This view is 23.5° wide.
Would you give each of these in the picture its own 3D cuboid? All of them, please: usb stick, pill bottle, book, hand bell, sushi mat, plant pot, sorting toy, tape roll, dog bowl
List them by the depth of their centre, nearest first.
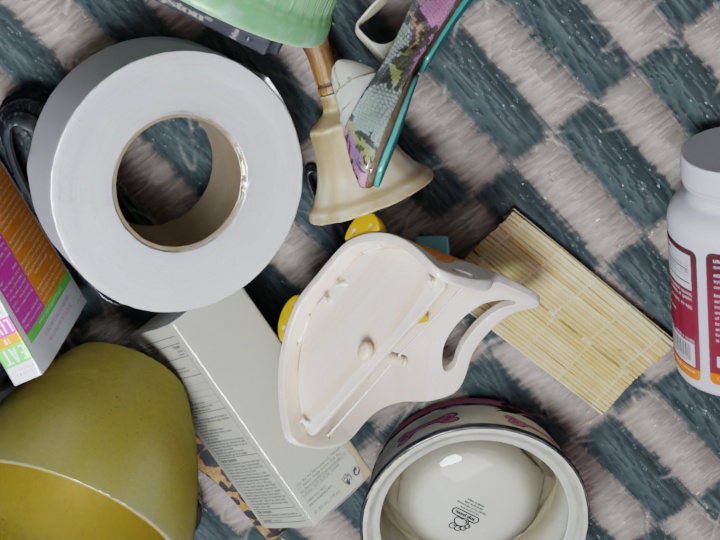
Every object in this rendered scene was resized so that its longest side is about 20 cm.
[{"bbox_3d":[-0.144,-0.216,1.274,0.199,0.033,0.055,26,155,-6],"label":"usb stick"},{"bbox_3d":[-0.146,-0.074,1.312,0.201,0.071,0.204,-7,108,-23],"label":"tape roll"},{"bbox_3d":[-0.286,-0.027,1.321,0.048,0.134,0.201,-23,109,10],"label":"book"},{"bbox_3d":[-0.026,-0.146,1.321,0.104,0.104,0.201,-19,104,8],"label":"hand bell"},{"bbox_3d":[-0.206,0.143,1.356,0.199,0.142,0.200,14,147,10],"label":"plant pot"},{"bbox_3d":[0.048,0.046,1.370,0.179,0.107,0.200,12,130,-41],"label":"sorting toy"},{"bbox_3d":[0.303,-0.008,1.387,0.112,0.113,0.201,-8,120,2],"label":"pill bottle"},{"bbox_3d":[0.167,0.037,1.462,0.200,0.012,0.096,37,113,-20],"label":"sushi mat"},{"bbox_3d":[0.097,0.199,1.516,0.199,0.074,0.201,-1,120,-2],"label":"dog bowl"}]

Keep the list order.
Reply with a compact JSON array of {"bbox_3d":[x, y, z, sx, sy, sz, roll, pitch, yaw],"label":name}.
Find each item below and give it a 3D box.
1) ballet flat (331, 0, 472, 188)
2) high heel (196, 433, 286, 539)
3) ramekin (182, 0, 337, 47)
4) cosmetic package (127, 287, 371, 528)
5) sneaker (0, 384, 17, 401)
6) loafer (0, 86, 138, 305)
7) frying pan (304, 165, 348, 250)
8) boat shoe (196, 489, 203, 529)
[{"bbox_3d":[0.022,-0.155,1.278,0.071,0.069,0.201,27,72,0],"label":"ballet flat"},{"bbox_3d":[-0.148,0.180,1.492,0.199,0.071,0.143,-3,113,-11],"label":"high heel"},{"bbox_3d":[-0.090,-0.247,1.193,0.199,0.200,0.098,25,109,-16],"label":"ramekin"},{"bbox_3d":[-0.090,0.109,1.403,0.073,0.103,0.201,-38,101,-28],"label":"cosmetic package"},{"bbox_3d":[-0.290,0.173,1.458,0.200,0.074,0.118,-41,77,27],"label":"sneaker"},{"bbox_3d":[-0.227,-0.049,1.364,0.068,0.071,0.201,-21,118,11],"label":"loafer"},{"bbox_3d":[-0.011,0.013,1.429,0.190,0.031,0.115,43,102,-12],"label":"frying pan"},{"bbox_3d":[-0.238,0.213,1.517,0.199,0.057,0.067,-3,119,-1],"label":"boat shoe"}]
